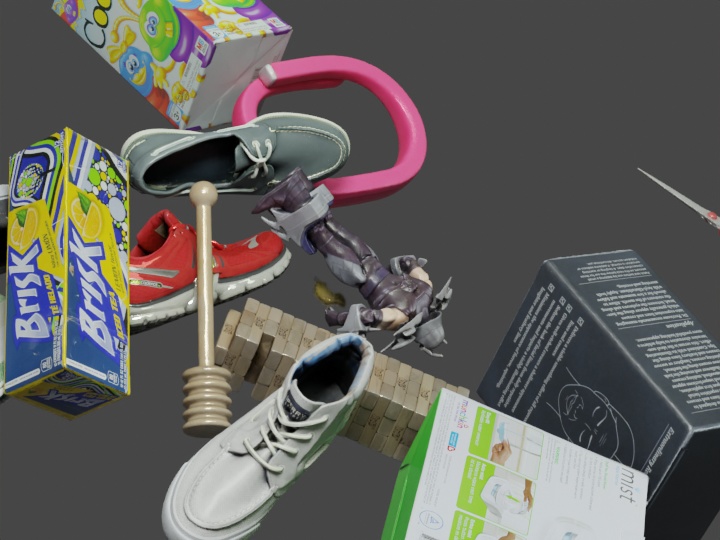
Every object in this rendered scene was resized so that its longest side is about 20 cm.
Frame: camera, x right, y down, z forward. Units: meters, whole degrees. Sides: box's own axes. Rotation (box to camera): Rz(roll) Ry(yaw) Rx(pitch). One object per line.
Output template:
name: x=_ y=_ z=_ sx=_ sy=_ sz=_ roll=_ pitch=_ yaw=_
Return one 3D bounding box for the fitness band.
fitness band: x=-0.025 y=-0.128 z=1.802 sx=0.200 sy=0.037 sz=0.144 roll=-13 pitch=68 yaw=-41

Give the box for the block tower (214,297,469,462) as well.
block tower: x=-0.018 y=0.089 z=1.535 sx=0.200 sy=0.054 sz=0.058 roll=22 pitch=35 yaw=-4

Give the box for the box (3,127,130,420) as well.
box: x=-0.214 y=0.002 z=1.440 sx=0.070 sy=0.064 sz=0.200 roll=29 pitch=47 yaw=-45

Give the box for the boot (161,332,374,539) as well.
boot: x=-0.064 y=0.116 z=1.408 sx=0.074 sy=0.096 sz=0.200 roll=37 pitch=46 yaw=7

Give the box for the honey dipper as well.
honey dipper: x=-0.115 y=0.026 z=1.489 sx=0.038 sy=0.038 sz=0.200 roll=8 pitch=67 yaw=-24

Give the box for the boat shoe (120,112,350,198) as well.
boat shoe: x=-0.102 y=-0.090 z=1.679 sx=0.200 sy=0.073 sz=0.062 roll=-4 pitch=21 yaw=-12

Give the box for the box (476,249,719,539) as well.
box: x=0.210 y=0.105 z=1.575 sx=0.107 sy=0.149 sz=0.200 roll=-6 pitch=45 yaw=-37

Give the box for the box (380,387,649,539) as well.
box: x=0.108 y=0.204 z=1.422 sx=0.176 sy=0.097 sz=0.200 roll=23 pitch=33 yaw=-4

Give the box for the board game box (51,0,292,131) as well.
board game box: x=-0.177 y=-0.233 z=1.824 sx=0.103 sy=0.105 sz=0.200 roll=-17 pitch=52 yaw=-45

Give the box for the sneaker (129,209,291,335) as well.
sneaker: x=-0.133 y=-0.010 z=1.548 sx=0.200 sy=0.077 sz=0.085 roll=-21 pitch=92 yaw=-48

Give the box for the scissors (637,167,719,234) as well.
scissors: x=0.365 y=-0.045 z=1.997 sx=0.200 sy=0.014 sz=0.073 roll=29 pitch=36 yaw=3

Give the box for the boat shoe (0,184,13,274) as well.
boat shoe: x=-0.297 y=-0.011 z=1.444 sx=0.066 sy=0.070 sz=0.200 roll=34 pitch=26 yaw=20

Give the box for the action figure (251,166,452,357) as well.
action figure: x=0.000 y=0.000 z=1.654 sx=0.200 sy=0.069 sz=0.130 roll=45 pitch=27 yaw=1

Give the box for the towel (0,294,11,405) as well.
towel: x=-0.332 y=0.039 z=1.432 sx=0.200 sy=0.031 sz=0.149 roll=29 pitch=31 yaw=10
